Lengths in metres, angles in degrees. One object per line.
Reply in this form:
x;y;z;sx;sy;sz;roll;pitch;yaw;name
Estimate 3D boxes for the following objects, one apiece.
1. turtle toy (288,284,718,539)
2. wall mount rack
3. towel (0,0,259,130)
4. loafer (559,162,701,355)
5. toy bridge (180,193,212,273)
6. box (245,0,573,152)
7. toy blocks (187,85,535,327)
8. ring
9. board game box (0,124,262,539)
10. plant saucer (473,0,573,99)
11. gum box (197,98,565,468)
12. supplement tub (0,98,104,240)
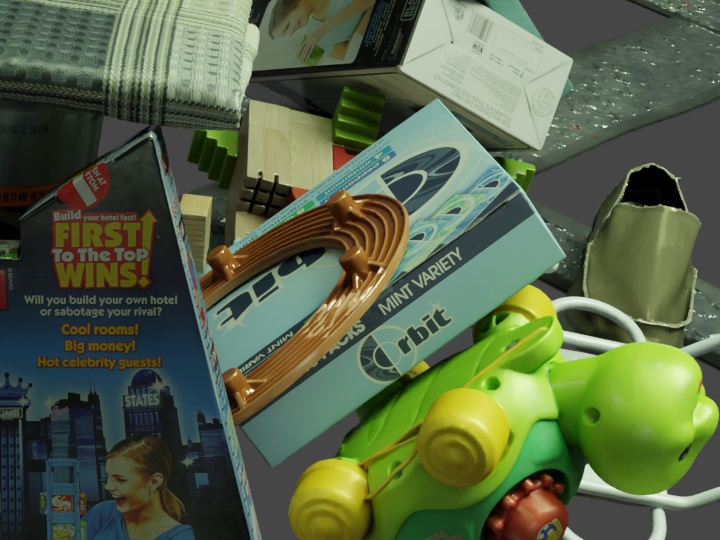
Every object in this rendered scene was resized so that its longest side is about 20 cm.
0.066;0.081;1.070;0.101;0.200;0.146;54;29;-12;turtle toy
0.156;0.062;1.196;0.173;0.075;0.200;10;39;-7;wall mount rack
-0.141;-0.110;1.040;0.192;0.035;0.200;8;23;-3;towel
0.159;-0.006;1.369;0.075;0.070;0.200;12;26;-1;loafer
-0.180;-0.013;1.237;0.199;0.067;0.027;4;27;-2;toy bridge
0.018;-0.120;1.409;0.116;0.060;0.200;27;-13;-33;box
0.002;-0.021;1.323;0.199;0.100;0.137;12;38;-11;toy blocks
-0.063;0.025;1.115;0.019;0.200;0.201;53;13;-18;ring
-0.137;0.039;0.985;0.199;0.201;0.062;1;8;-3;board game box
0.071;-0.145;1.395;0.070;0.019;0.200;15;-13;23;plant saucer
0.000;0.000;1.162;0.170;0.045;0.200;-35;18;1;gum box
-0.188;-0.009;1.067;0.122;0.201;0.123;10;21;-4;supplement tub
